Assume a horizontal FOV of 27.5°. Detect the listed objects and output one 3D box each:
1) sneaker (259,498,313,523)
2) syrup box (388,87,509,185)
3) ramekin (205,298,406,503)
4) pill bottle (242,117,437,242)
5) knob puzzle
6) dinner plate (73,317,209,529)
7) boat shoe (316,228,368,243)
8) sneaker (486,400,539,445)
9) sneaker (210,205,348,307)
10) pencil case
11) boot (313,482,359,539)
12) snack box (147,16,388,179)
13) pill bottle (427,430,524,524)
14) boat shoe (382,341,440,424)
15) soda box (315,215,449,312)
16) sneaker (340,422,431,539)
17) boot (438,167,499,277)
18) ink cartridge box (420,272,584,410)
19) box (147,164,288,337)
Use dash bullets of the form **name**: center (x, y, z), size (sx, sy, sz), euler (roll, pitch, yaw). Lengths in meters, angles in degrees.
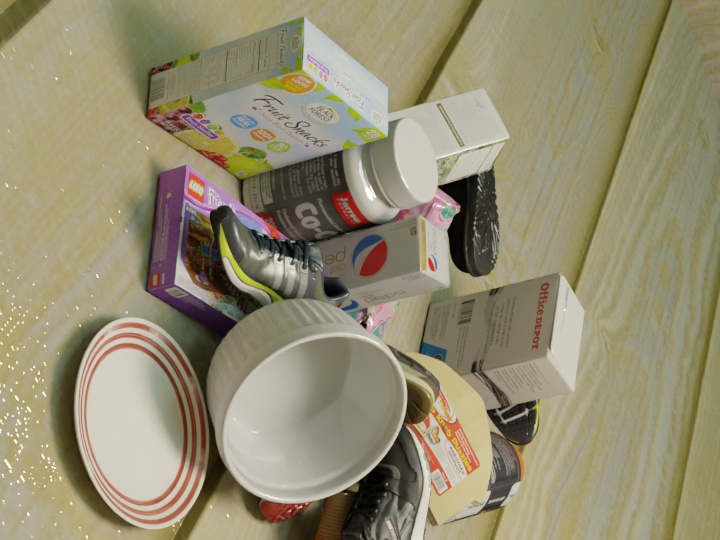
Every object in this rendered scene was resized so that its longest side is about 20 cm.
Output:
- **sneaker**: center (-0.060, 0.200, 1.602), size (0.082, 0.078, 0.200), euler (44, 38, -2)
- **syrup box**: center (0.071, -0.148, 1.776), size (0.199, 0.079, 0.082), euler (-17, 67, -25)
- **ramekin**: center (-0.063, 0.124, 1.488), size (0.200, 0.200, 0.105), euler (52, -1, -36)
- **pill bottle**: center (-0.022, -0.098, 1.646), size (0.114, 0.199, 0.115), euler (32, 51, -51)
- **knob puzzle**: center (0.090, 0.190, 1.742), size (0.219, 0.030, 0.221), euler (31, 45, -36)
- **dinner plate**: center (-0.210, 0.145, 1.393), size (0.200, 0.024, 0.202), euler (31, 53, -51)
- **boat shoe**: center (-0.007, -0.068, 1.792), size (0.072, 0.065, 0.201), euler (50, 40, -48)
- **sneaker**: center (0.200, 0.166, 2.008), size (0.081, 0.073, 0.201), euler (60, 8, -42)
- **sneaker**: center (-0.085, -0.010, 1.509), size (0.200, 0.081, 0.074), euler (46, 17, -47)
- **pencil case**: center (0.036, -0.012, 1.714), size (0.087, 0.087, 0.201), euler (23, 101, -55)
- **boot**: center (0.000, 0.315, 1.642), size (0.201, 0.070, 0.145), euler (12, 87, -62)
- **snack box**: center (-0.096, -0.177, 1.551), size (0.168, 0.199, 0.068), euler (31, 51, -51)
- **pill bottle**: center (0.139, 0.259, 1.873), size (0.200, 0.106, 0.107), euler (2, 76, -60)
- **boat shoe**: center (-0.003, 0.103, 1.638), size (0.066, 0.200, 0.072), euler (-39, 153, -62)
- **soda box**: center (0.000, 0.000, 1.642), size (0.064, 0.199, 0.069), euler (28, 55, -51)
- **sneaker**: center (0.022, 0.257, 1.547), size (0.087, 0.075, 0.202), euler (4, 83, -49)
- **boot**: center (0.093, -0.064, 1.874), size (0.080, 0.157, 0.212), euler (51, 31, -42)
- **ink cartridge box**: center (0.183, 0.100, 1.923), size (0.084, 0.199, 0.147), euler (53, 37, -35)
- **box**: center (-0.143, -0.006, 1.558), size (0.200, 0.039, 0.138), euler (37, 48, -49)
